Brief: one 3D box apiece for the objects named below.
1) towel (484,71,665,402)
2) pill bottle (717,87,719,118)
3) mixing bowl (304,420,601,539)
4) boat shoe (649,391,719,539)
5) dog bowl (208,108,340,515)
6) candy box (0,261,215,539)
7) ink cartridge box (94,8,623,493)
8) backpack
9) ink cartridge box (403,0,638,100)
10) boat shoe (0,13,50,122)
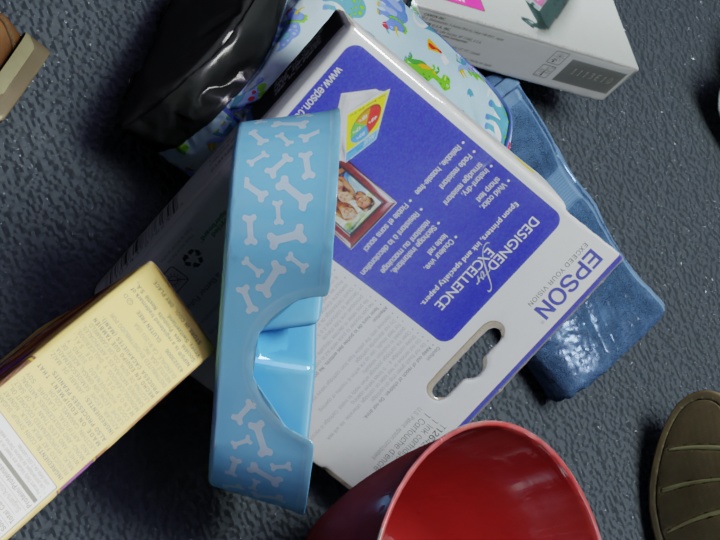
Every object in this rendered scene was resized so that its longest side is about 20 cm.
[{"bbox_3d":[0.109,-0.024,1.056,0.111,0.048,0.201,-36,97,-42],"label":"towel"},{"bbox_3d":[0.355,-0.159,1.274,0.200,0.110,0.111,-36,97,-43],"label":"pill bottle"},{"bbox_3d":[0.032,0.182,0.854,0.199,0.108,0.202,14,71,-46],"label":"mixing bowl"},{"bbox_3d":[0.235,0.181,1.063,0.068,0.072,0.202,15,68,-47],"label":"boat shoe"},{"bbox_3d":[-0.042,0.020,0.788,0.049,0.201,0.112,4,24,-3],"label":"dog bowl"},{"bbox_3d":[-0.168,0.084,0.734,0.057,0.116,0.200,55,48,-7],"label":"candy box"},{"bbox_3d":[0.000,0.000,0.869,0.200,0.198,0.047,37,13,-25],"label":"ink cartridge box"},{"bbox_3d":[-0.012,-0.083,0.932,0.200,0.153,0.164,50,41,-29],"label":"backpack"},{"bbox_3d":[0.077,-0.207,1.083,0.199,0.044,0.175,9,55,-37],"label":"ink cartridge box"},{"bbox_3d":[-0.223,-0.058,0.785,0.068,0.072,0.201,39,42,-16],"label":"boat shoe"}]
